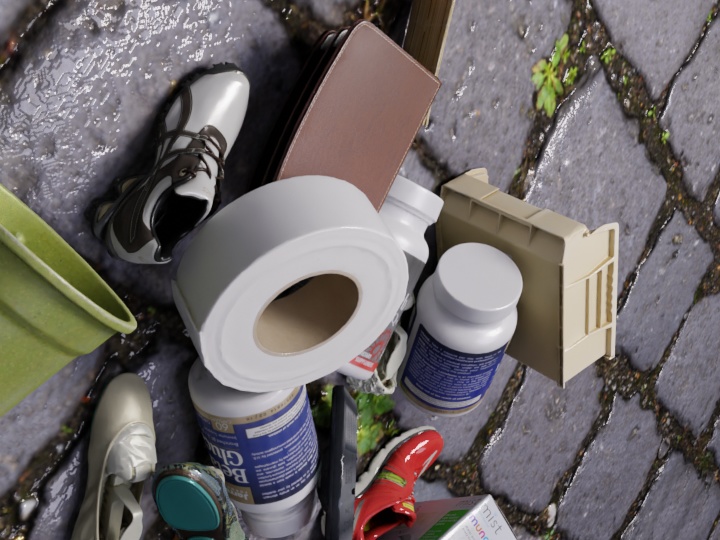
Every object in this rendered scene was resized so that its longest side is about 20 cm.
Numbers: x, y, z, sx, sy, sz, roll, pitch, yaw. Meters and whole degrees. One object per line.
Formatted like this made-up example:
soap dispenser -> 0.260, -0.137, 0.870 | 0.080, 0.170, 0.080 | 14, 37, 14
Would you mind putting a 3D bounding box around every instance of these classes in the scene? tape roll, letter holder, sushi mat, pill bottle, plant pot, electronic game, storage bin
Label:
tape roll -> -0.060, 0.016, 0.962 | 0.201, 0.071, 0.203 | -20, 143, -16
letter holder -> -0.038, -0.128, 1.024 | 0.142, 0.100, 0.201 | 27, 88, -49
sushi mat -> 0.068, -0.247, 1.089 | 0.012, 0.096, 0.201 | 6, 106, -25
pill bottle -> 0.000, 0.000, 1.118 | 0.116, 0.115, 0.201 | 26, 89, -51
plant pot -> -0.293, 0.038, 0.769 | 0.184, 0.200, 0.200 | -47, 139, -3
pill bottle -> -0.099, 0.172, 1.099 | 0.111, 0.111, 0.201 | -36, 132, -31
electronic game -> -0.027, 0.225, 1.177 | 0.041, 0.200, 0.201 | 3, 114, -2
storage bin -> 0.189, 0.001, 1.266 | 0.093, 0.200, 0.200 | -29, 129, -31
pill bottle -> 0.111, 0.068, 1.231 | 0.115, 0.116, 0.201 | -34, 155, -32

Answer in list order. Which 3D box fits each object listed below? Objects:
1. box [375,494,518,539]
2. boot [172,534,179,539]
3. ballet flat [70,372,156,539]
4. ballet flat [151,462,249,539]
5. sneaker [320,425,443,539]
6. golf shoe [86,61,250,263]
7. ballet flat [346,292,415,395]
box -> 0.068, 0.361, 1.306 | 0.176, 0.200, 0.097 | -34, 94, -32
boot -> -0.157, 0.360, 1.164 | 0.144, 0.071, 0.201 | -56, 136, -10
ballet flat -> -0.219, 0.196, 1.011 | 0.069, 0.069, 0.201 | -3, 111, -48
ballet flat -> -0.150, 0.228, 1.047 | 0.074, 0.074, 0.201 | -39, 142, -29
sneaker -> 0.043, 0.276, 1.335 | 0.200, 0.085, 0.077 | -42, 137, -26
golf shoe -> -0.140, -0.086, 0.933 | 0.201, 0.094, 0.078 | -58, 139, -11
ballet flat -> 0.031, 0.049, 1.219 | 0.071, 0.072, 0.201 | -14, 119, -44
